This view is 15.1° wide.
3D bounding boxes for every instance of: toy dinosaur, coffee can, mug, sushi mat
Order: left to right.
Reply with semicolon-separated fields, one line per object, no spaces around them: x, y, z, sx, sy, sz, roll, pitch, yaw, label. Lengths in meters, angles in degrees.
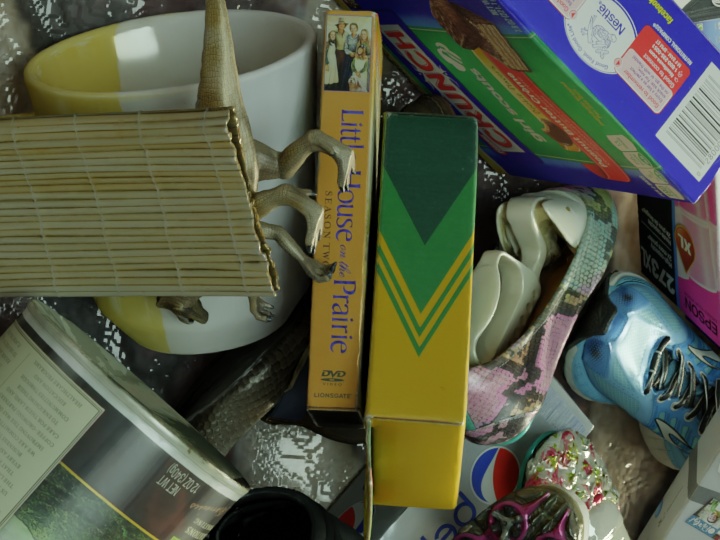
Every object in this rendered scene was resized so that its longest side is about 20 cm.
-0.174;0.135;1.345;0.146;0.146;0.200;42;89;-26;coffee can
-0.128;-0.031;1.312;0.012;0.200;0.096;-38;119;-46;sushi mat
-0.104;-0.043;1.409;0.149;0.187;0.153;-39;127;-54;mug
-0.059;-0.045;1.285;0.058;0.101;0.200;-53;155;-58;toy dinosaur

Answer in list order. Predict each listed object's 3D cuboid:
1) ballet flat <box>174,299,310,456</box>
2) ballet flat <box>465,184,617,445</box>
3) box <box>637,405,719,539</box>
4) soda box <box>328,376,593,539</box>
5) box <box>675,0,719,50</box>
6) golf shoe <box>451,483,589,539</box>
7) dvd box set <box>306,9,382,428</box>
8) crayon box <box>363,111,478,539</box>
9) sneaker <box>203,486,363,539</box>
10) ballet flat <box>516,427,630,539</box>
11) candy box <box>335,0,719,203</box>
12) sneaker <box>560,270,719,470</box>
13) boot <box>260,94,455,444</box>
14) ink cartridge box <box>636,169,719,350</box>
-0.086;0.100;1.446;0.046;0.067;0.200;40;89;-13;ballet flat
0.091;0.006;1.503;0.071;0.069;0.200;58;43;-35;ballet flat
0.245;0.167;1.563;0.156;0.041;0.200;19;131;-6;box
0.037;0.135;1.528;0.200;0.068;0.063;-49;117;-15;soda box
0.217;-0.120;1.611;0.200;0.041;0.119;0;97;-31;box
0.078;0.189;1.485;0.092;0.073;0.200;-24;146;-51;golf shoe
-0.007;-0.022;1.394;0.029;0.146;0.200;2;84;1;dvd box set
0.030;0.037;1.373;0.051;0.127;0.200;4;67;1;crayon box
-0.089;0.179;1.428;0.200;0.071;0.099;-31;144;-2;sneaker
0.127;0.172;1.541;0.076;0.064;0.200;-37;142;-31;ballet flat
0.092;-0.123;1.449;0.169;0.200;0.077;44;78;-25;candy box
0.192;0.065;1.564;0.200;0.090;0.078;38;78;-47;sneaker
0.000;0.000;1.487;0.097;0.075;0.200;3;97;-32;boot
0.193;-0.026;1.545;0.037;0.095;0.200;-22;127;-16;ink cartridge box
